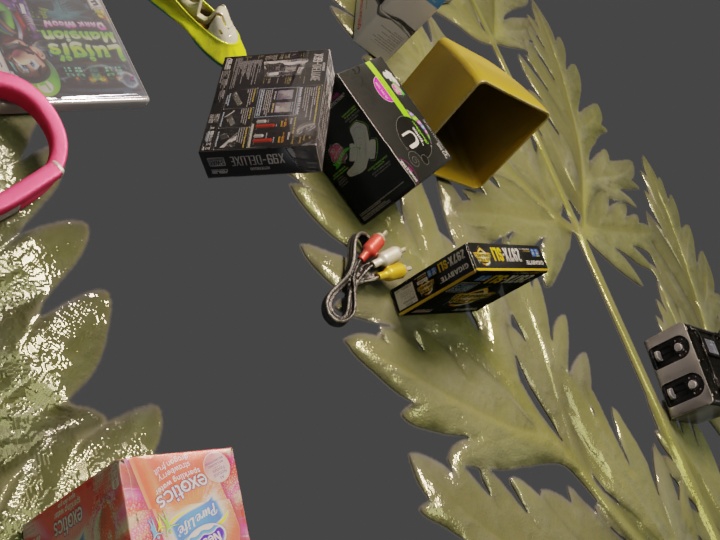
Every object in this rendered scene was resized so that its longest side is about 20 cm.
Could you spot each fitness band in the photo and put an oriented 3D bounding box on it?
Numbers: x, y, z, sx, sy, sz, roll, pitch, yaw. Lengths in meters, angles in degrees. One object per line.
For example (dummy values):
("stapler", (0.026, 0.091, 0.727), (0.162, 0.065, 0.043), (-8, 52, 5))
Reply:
("fitness band", (-0.387, -0.123, 0.776), (0.144, 0.037, 0.200), (51, 46, -8))

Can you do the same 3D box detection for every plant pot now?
("plant pot", (0.182, -0.297, 1.399), (0.199, 0.200, 0.178), (11, 45, -41))

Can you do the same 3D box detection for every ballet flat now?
("ballet flat", (-0.229, -0.366, 1.104), (0.200, 0.067, 0.067), (40, 40, -20))

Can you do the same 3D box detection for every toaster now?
("toaster", (0.711, 0.217, 1.635), (0.199, 0.118, 0.183), (13, 55, -40))

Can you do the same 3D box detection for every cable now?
("cable", (0.000, 0.000, 1.097), (0.098, 0.050, 0.200), (53, 37, -2))

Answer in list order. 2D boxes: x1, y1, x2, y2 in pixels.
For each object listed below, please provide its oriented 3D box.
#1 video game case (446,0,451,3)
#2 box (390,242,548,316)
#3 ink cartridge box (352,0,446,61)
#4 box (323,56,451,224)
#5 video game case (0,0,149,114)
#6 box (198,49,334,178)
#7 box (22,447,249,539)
("video game case", (0.112, -0.677, 1.719), (0.201, 0.022, 0.182), (56, 38, 1))
("box", (0.169, 0.015, 1.178), (0.199, 0.159, 0.050), (0, 62, -47))
("ink cartridge box", (0.078, -0.507, 1.420), (0.083, 0.200, 0.146), (27, 46, -27))
("box", (0.018, -0.205, 1.205), (0.201, 0.124, 0.148), (54, 38, -4))
("video game case", (-0.372, -0.272, 0.923), (0.199, 0.023, 0.183), (-17, 77, -51))
("box", (-0.121, -0.216, 1.045), (0.050, 0.156, 0.202), (78, 12, -51))
("box", (-0.187, 0.222, 0.625), (0.102, 0.199, 0.096), (7, 58, -43))
